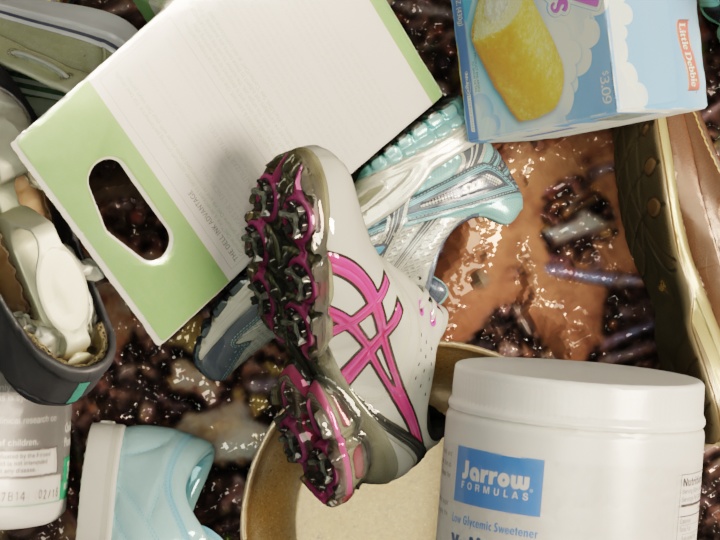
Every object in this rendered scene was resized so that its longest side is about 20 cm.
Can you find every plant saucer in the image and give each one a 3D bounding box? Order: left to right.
[{"bbox_3d":[0.037,0.136,1.328,0.200,0.035,0.200,0,92,3],"label":"plant saucer"}]

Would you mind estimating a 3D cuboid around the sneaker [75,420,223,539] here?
[{"bbox_3d":[-0.106,0.163,1.278,0.082,0.074,0.200,-1,58,0],"label":"sneaker"}]

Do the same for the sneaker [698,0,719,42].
[{"bbox_3d":[0.260,-0.139,1.266,0.140,0.078,0.200,-46,131,-5],"label":"sneaker"}]

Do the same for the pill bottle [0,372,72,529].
[{"bbox_3d":[-0.205,0.029,1.294,0.113,0.113,0.200,3,93,2],"label":"pill bottle"}]

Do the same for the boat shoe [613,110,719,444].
[{"bbox_3d":[0.183,-0.013,1.304,0.068,0.072,0.200,-14,90,-14],"label":"boat shoe"}]

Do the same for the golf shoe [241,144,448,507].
[{"bbox_3d":[-0.003,0.019,1.247,0.092,0.073,0.200,-24,126,-23],"label":"golf shoe"}]

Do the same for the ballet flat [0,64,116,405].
[{"bbox_3d":[-0.168,-0.030,1.211,0.073,0.073,0.200,-20,94,3],"label":"ballet flat"}]

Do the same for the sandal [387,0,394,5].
[{"bbox_3d":[-0.018,-0.140,1.308,0.082,0.055,0.200,43,93,0],"label":"sandal"}]

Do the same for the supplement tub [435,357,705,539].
[{"bbox_3d":[0.101,0.149,1.244,0.132,0.132,0.200,3,93,2],"label":"supplement tub"}]

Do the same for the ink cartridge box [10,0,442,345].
[{"bbox_3d":[-0.070,-0.082,1.237,0.200,0.048,0.146,-41,124,-12],"label":"ink cartridge box"}]

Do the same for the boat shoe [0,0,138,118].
[{"bbox_3d":[-0.207,-0.110,1.283,0.200,0.062,0.072,6,127,23],"label":"boat shoe"}]

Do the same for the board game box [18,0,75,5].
[{"bbox_3d":[-0.173,-0.258,1.309,0.165,0.057,0.200,36,94,-2],"label":"board game box"}]

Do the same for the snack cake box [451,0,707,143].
[{"bbox_3d":[0.104,-0.171,1.262,0.067,0.115,0.200,-5,87,-38],"label":"snack cake box"}]

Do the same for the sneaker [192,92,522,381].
[{"bbox_3d":[0.000,0.000,1.305,0.200,0.078,0.086,-41,94,3],"label":"sneaker"}]
